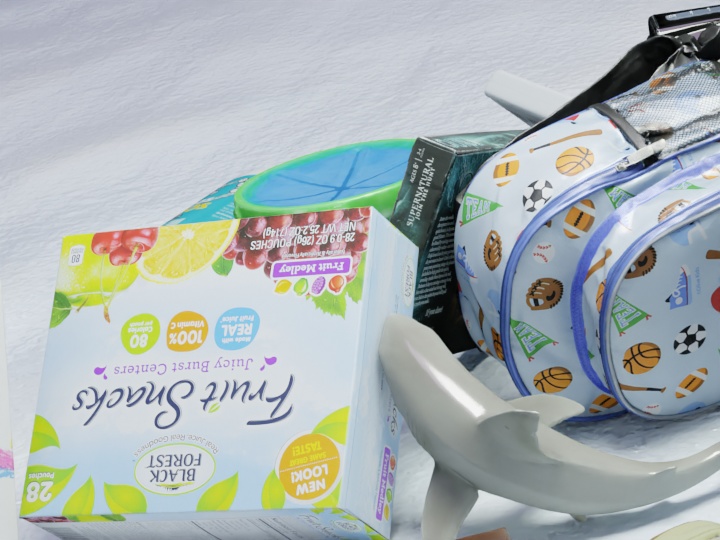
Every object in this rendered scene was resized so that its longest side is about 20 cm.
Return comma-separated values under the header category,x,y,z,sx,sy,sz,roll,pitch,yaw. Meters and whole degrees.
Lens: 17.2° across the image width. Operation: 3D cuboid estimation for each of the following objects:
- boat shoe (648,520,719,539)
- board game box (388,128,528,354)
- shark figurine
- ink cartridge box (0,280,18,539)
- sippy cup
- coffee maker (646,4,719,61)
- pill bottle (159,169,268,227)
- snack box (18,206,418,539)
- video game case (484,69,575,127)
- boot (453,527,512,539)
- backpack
category,x,y,z,sx,sy,sz,roll,pitch,yaw
boat shoe,0.116,0.156,0.986,0.063,0.074,0.200,1,21,46
board game box,0.061,-0.015,1.393,0.028,0.136,0.200,22,13,20
shark figurine,0.106,0.084,1.183,0.213,0.090,0.129,9,62,7
ink cartridge box,-0.268,0.109,1.250,0.128,0.201,0.125,-2,2,32
sippy cup,0.000,0.000,1.476,0.177,0.131,0.139,-26,22,-36
coffee maker,0.315,-0.140,1.737,0.199,0.135,0.192,-10,-6,7
pill bottle,-0.078,0.001,1.566,0.110,0.111,0.200,-3,19,30
snack box,-0.075,0.061,1.285,0.199,0.169,0.068,-4,-23,28
video game case,0.186,-0.059,1.500,0.023,0.182,0.200,-57,22,0
boot,-0.008,0.175,1.057,0.199,0.065,0.187,-8,19,2
backpack,0.151,-0.004,1.316,0.190,0.201,0.154,-19,31,-8
